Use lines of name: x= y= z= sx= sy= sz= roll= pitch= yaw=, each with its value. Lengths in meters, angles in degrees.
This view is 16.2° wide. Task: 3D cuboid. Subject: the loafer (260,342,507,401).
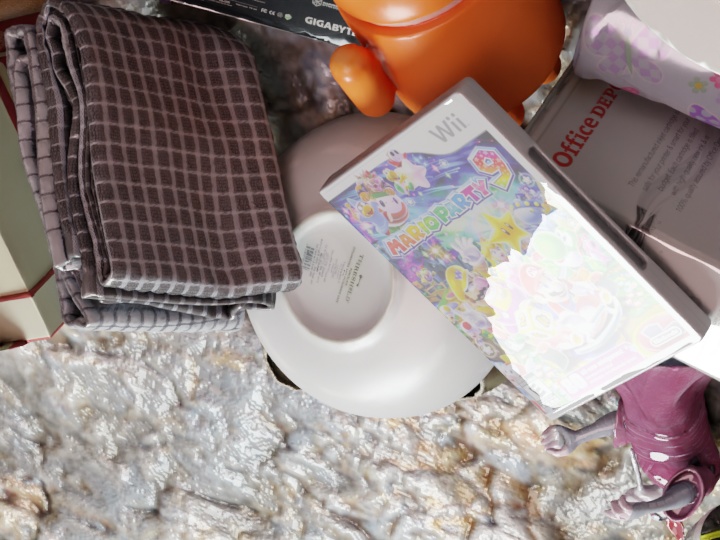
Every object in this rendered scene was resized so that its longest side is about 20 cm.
loafer: x=0.014 y=0.054 z=1.689 sx=0.199 sy=0.070 sz=0.076 roll=-4 pitch=118 yaw=29

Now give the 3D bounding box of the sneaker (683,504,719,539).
sneaker: x=0.299 y=0.203 z=1.639 sx=0.199 sy=0.076 sz=0.076 roll=27 pitch=160 yaw=-10

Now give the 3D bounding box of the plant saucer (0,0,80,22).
plant saucer: x=-0.236 y=-0.108 z=1.735 sx=0.199 sy=0.035 sz=0.201 roll=13 pitch=125 yaw=19

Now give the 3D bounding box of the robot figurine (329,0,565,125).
robot figurine: x=0.047 y=-0.162 z=1.473 sx=0.143 sy=0.117 sz=0.200 roll=-22 pitch=140 yaw=14

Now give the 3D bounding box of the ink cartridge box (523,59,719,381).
ink cartridge box: x=0.186 y=-0.030 z=1.495 sx=0.199 sy=0.146 sz=0.085 roll=28 pitch=132 yaw=8

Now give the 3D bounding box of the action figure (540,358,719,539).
action figure: x=0.195 y=0.087 z=1.622 sx=0.148 sy=0.134 sz=0.201 roll=-27 pitch=130 yaw=-8

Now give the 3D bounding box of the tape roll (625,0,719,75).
tape roll: x=0.238 y=-0.216 z=1.351 sx=0.202 sy=0.139 sz=0.204 roll=14 pitch=126 yaw=20

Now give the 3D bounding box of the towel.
towel: x=-0.127 y=-0.063 z=1.575 sx=0.085 sy=0.165 sz=0.201 roll=-24 pitch=71 yaw=37

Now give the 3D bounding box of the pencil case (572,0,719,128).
pencil case: x=0.221 y=-0.117 z=1.462 sx=0.199 sy=0.083 sz=0.091 roll=23 pitch=146 yaw=13

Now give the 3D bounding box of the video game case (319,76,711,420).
video game case: x=0.087 y=-0.008 z=1.455 sx=0.200 sy=0.018 sz=0.143 roll=44 pitch=139 yaw=-11

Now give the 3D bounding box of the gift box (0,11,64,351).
gift box: x=-0.265 y=-0.036 z=1.651 sx=0.184 sy=0.200 sz=0.187 roll=-7 pitch=118 yaw=36

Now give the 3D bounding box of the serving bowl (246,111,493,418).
serving bowl: x=0.000 y=0.000 z=1.617 sx=0.199 sy=0.066 sz=0.201 roll=4 pitch=99 yaw=30

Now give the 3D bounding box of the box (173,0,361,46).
box: x=-0.069 y=-0.232 z=1.536 sx=0.199 sy=0.046 sz=0.160 roll=15 pitch=127 yaw=3

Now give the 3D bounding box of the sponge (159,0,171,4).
sponge: x=-0.153 y=-0.273 z=1.587 sx=0.111 sy=0.030 sz=0.201 roll=20 pitch=128 yaw=14
